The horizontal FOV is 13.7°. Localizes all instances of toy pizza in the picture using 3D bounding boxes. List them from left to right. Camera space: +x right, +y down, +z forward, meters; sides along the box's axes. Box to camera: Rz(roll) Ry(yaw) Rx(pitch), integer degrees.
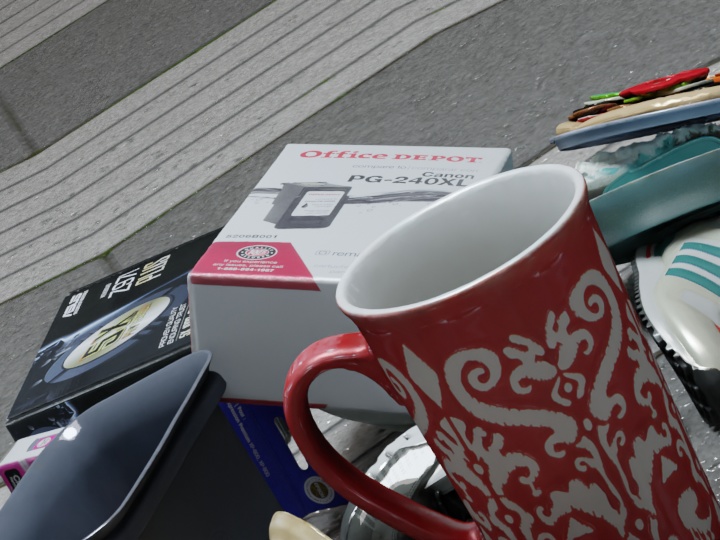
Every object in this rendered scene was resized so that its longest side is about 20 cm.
[{"bbox_3d":[0.215,-0.110,1.884,0.199,0.032,0.200,-12,0,0],"label":"toy pizza"}]

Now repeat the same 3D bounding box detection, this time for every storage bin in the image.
[{"bbox_3d":[-0.118,0.163,1.589,0.145,0.135,0.200,-28,16,27],"label":"storage bin"}]

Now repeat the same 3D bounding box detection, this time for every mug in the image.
[{"bbox_3d":[0.075,0.070,1.467,0.177,0.200,0.133,-11,25,42],"label":"mug"}]

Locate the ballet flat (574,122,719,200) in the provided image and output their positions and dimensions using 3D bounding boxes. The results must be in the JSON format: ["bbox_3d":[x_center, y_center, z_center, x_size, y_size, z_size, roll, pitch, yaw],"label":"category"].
[{"bbox_3d":[0.146,-0.038,1.868,0.199,0.072,0.072,-19,19,1],"label":"ballet flat"}]

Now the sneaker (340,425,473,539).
[{"bbox_3d":[0.079,0.101,1.586,0.200,0.067,0.090,-32,17,-17],"label":"sneaker"}]

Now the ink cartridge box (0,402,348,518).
[{"bbox_3d":[-0.110,0.125,1.745,0.199,0.095,0.037,-17,22,30],"label":"ink cartridge box"}]

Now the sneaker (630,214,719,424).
[{"bbox_3d":[0.205,0.012,1.635,0.093,0.070,0.200,-31,15,10],"label":"sneaker"}]

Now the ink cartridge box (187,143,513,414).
[{"bbox_3d":[0.000,0.000,1.705,0.145,0.084,0.200,2,25,15],"label":"ink cartridge box"}]

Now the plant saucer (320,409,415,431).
[{"bbox_3d":[0.044,0.050,1.754,0.199,0.050,0.200,-9,22,4],"label":"plant saucer"}]

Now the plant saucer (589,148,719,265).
[{"bbox_3d":[0.200,-0.041,1.738,0.199,0.028,0.200,-19,-9,-3],"label":"plant saucer"}]

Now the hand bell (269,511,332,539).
[{"bbox_3d":[-0.071,0.226,1.476,0.200,0.104,0.104,-46,23,-15],"label":"hand bell"}]

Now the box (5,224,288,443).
[{"bbox_3d":[-0.123,0.060,1.946,0.163,0.086,0.200,-23,20,17],"label":"box"}]
